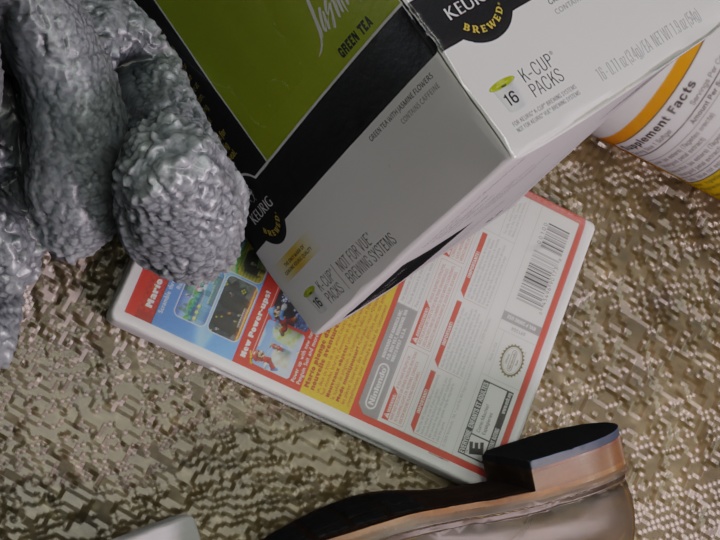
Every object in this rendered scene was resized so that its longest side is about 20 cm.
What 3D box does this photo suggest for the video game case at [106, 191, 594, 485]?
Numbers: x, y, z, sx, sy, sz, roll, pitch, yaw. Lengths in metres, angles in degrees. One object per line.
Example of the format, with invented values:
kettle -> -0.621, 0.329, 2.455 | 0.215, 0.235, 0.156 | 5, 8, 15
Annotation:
video game case -> 0.000, 0.000, 0.836 | 0.199, 0.017, 0.144 | 26, 74, -13

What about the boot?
boot -> 0.036, 0.141, 0.789 | 0.199, 0.075, 0.097 | -17, 95, -13

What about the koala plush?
koala plush -> -0.169, -0.075, 0.674 | 0.177, 0.200, 0.184 | -26, 66, 12

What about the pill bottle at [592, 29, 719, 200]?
pill bottle -> 0.165, -0.100, 0.858 | 0.199, 0.111, 0.112 | 25, 74, -13

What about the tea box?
tea box -> 0.007, -0.112, 0.740 | 0.133, 0.200, 0.197 | -34, 86, -31

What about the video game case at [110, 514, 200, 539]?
video game case -> -0.090, 0.210, 0.705 | 0.182, 0.022, 0.201 | -10, 83, -64
